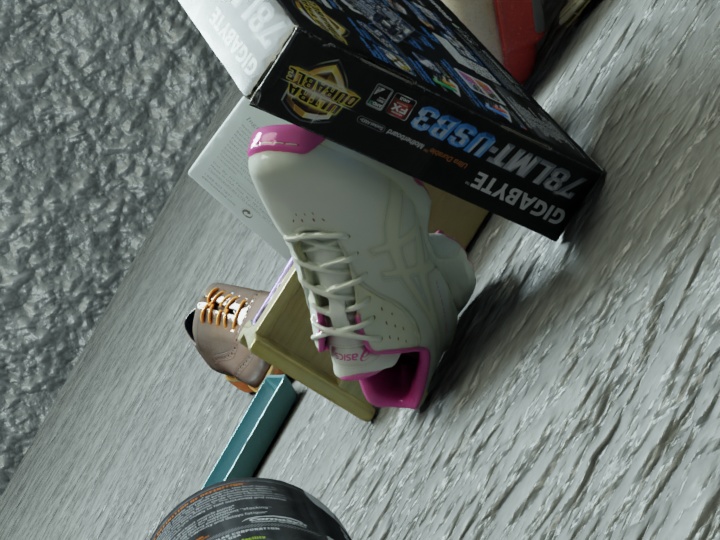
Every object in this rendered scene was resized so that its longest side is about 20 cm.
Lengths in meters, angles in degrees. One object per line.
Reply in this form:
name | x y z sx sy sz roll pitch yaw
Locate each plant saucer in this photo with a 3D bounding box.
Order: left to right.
plant saucer | -0.100 0.159 1.527 0.201 0.019 0.070 -59 9 -9

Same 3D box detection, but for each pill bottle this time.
pill bottle | -0.045 0.151 1.002 0.107 0.106 0.200 -58 9 2

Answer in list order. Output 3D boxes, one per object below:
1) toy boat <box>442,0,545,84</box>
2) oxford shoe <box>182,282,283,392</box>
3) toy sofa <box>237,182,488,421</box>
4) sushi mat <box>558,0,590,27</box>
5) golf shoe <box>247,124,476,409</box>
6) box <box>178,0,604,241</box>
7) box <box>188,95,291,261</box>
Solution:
toy boat | 0.084 -0.197 1.433 0.130 0.131 0.200 -17 27 -11
oxford shoe | -0.084 0.044 1.636 0.072 0.073 0.200 -61 10 -17
toy sofa | 0.016 -0.022 1.306 0.201 0.083 0.098 -58 11 4
sushi mat | 0.178 -0.226 1.323 0.200 0.012 0.096 -48 15 48
golf shoe | 0.000 0.000 1.137 0.075 0.200 0.092 0 63 29
box | -0.003 -0.112 1.128 0.050 0.198 0.200 -56 39 16
box | -0.007 -0.124 1.594 0.152 0.106 0.200 -50 2 -38
